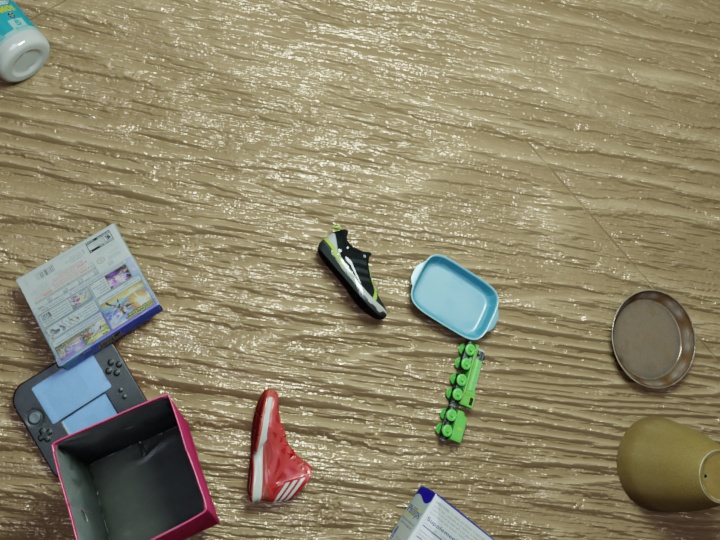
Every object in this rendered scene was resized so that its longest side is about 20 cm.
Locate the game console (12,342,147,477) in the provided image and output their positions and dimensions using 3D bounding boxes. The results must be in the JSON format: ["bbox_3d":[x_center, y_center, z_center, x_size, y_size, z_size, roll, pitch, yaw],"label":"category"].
[{"bbox_3d":[-0.497,0.240,1.222,0.197,0.031,0.180,-32,88,-13],"label":"game console"}]

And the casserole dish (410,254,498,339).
[{"bbox_3d":[0.186,0.055,1.373,0.197,0.039,0.123,31,77,-5],"label":"casserole dish"}]

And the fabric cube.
[{"bbox_3d":[-0.359,0.354,1.120,0.192,0.200,0.204,-21,69,-15],"label":"fabric cube"}]

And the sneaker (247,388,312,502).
[{"bbox_3d":[-0.143,0.325,1.263,0.112,0.078,0.207,8,92,-18],"label":"sneaker"}]

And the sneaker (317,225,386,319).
[{"bbox_3d":[0.000,0.000,1.329,0.082,0.072,0.201,-38,90,-15],"label":"sneaker"}]

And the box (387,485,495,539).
[{"bbox_3d":[0.142,0.542,1.258,0.182,0.105,0.202,37,78,-3],"label":"box"}]

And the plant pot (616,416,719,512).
[{"bbox_3d":[0.634,0.386,1.325,0.180,0.200,0.193,2,81,-11],"label":"plant pot"}]

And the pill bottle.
[{"bbox_3d":[-0.676,-0.456,1.252,0.111,0.111,0.201,-42,91,-13],"label":"pill bottle"}]

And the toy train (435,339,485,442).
[{"bbox_3d":[0.202,0.240,1.349,0.055,0.042,0.205,22,78,-16],"label":"toy train"}]

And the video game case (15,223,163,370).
[{"bbox_3d":[-0.486,0.045,1.230,0.197,0.046,0.183,-32,76,-13],"label":"video game case"}]

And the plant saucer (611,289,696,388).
[{"bbox_3d":[0.612,0.144,1.441,0.194,0.034,0.207,2,81,-11],"label":"plant saucer"}]
